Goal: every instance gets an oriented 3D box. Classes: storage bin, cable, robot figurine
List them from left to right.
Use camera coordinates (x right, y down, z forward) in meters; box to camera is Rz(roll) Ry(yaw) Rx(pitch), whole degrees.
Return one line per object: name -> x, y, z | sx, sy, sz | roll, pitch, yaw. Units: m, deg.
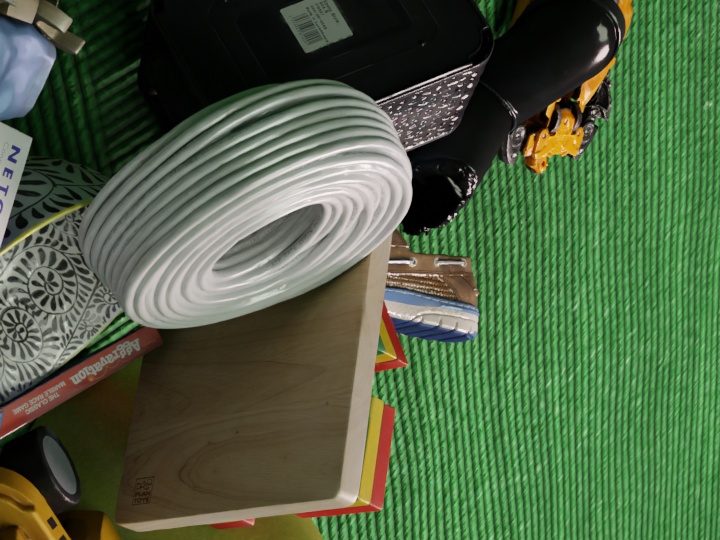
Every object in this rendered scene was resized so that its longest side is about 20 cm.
cable -> -0.066, -0.035, 1.213 | 0.200, 0.069, 0.200 | -30, 161, 2
storage bin -> -0.031, -0.138, 1.327 | 0.200, 0.135, 0.094 | -23, 161, -22
robot figurine -> 0.163, -0.176, 1.655 | 0.145, 0.058, 0.200 | -6, 119, -48

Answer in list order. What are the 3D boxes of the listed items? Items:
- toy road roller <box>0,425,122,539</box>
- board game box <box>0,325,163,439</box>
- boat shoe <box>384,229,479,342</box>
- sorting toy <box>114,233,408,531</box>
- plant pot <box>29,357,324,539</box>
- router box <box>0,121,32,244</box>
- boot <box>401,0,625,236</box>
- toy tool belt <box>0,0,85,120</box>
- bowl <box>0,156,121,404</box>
toy road roller -> -0.221, 0.214, 1.310 | 0.123, 0.146, 0.200 | -26, 113, 7
board game box -> -0.231, 0.096, 1.348 | 0.200, 0.103, 0.019 | -31, 92, -34
boat shoe -> 0.000, 0.000, 1.481 | 0.200, 0.072, 0.073 | 16, 72, -36
sorting toy -> -0.054, 0.074, 1.342 | 0.070, 0.200, 0.199 | 30, 59, -42
plant pot -> -0.119, 0.184, 1.451 | 0.187, 0.200, 0.187 | -30, 136, -34
router box -> -0.264, -0.004, 1.062 | 0.179, 0.049, 0.200 | 27, 77, -65
boot -> 0.096, -0.115, 1.505 | 0.073, 0.198, 0.163 | 47, 49, -16
toy tool belt -> -0.225, -0.132, 1.154 | 0.200, 0.123, 0.125 | 10, 108, -54
bowl -> -0.226, -0.006, 1.251 | 0.201, 0.094, 0.201 | -37, 161, -15
